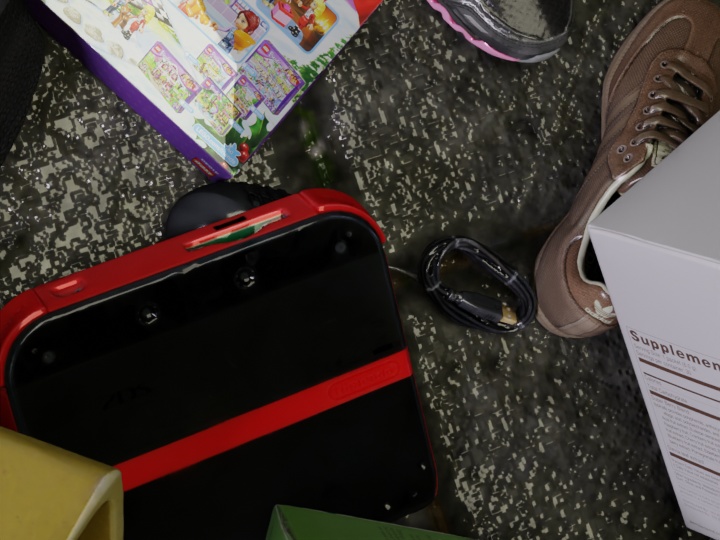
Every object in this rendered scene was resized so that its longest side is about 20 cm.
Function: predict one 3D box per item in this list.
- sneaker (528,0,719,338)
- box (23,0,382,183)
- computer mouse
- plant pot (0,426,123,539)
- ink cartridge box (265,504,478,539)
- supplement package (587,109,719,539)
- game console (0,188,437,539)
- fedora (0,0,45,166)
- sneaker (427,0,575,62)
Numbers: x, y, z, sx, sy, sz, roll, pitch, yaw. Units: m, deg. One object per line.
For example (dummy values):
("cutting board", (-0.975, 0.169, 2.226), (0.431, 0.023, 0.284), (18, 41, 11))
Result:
("sneaker", (0.155, -0.055, 0.955), (0.070, 0.076, 0.200), (26, 79, -15))
("box", (-0.096, -0.159, 0.894), (0.200, 0.039, 0.137), (43, 75, -12))
("computer mouse", (0.000, 0.000, 0.912), (0.200, 0.034, 0.059), (12, 104, -20))
("plant pot", (-0.227, 0.152, 0.734), (0.200, 0.194, 0.196), (26, 56, 11))
("ink cartridge box", (0.044, 0.186, 0.896), (0.200, 0.059, 0.104), (12, 101, -17))
("supplement package", (0.214, 0.035, 0.903), (0.121, 0.120, 0.200), (-39, 125, -25))
("game console", (-0.066, 0.067, 0.875), (0.200, 0.031, 0.177), (-21, 115, -18))
("fedora", (-0.208, -0.080, 0.809), (0.201, 0.200, 0.092), (-53, 136, -14))
("sneaker", (0.063, -0.201, 0.924), (0.079, 0.095, 0.200), (-24, 96, -20))
